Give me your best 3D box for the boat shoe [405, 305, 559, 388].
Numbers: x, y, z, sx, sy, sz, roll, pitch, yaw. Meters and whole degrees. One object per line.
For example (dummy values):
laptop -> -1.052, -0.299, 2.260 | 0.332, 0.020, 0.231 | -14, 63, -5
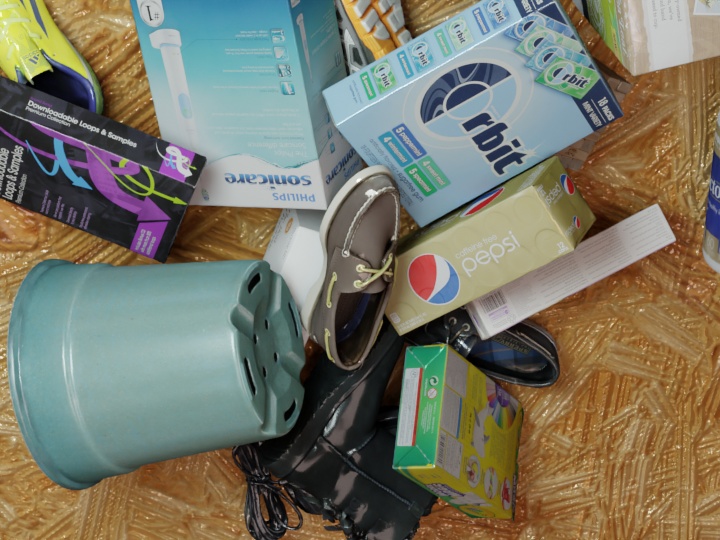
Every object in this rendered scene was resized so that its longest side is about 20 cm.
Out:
boat shoe -> 0.097, 0.063, 1.664 | 0.199, 0.066, 0.070 | 23, 109, -19

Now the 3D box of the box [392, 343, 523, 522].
box -> 0.097, 0.154, 1.651 | 0.048, 0.118, 0.200 | -5, 156, 29

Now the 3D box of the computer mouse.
computer mouse -> -0.019, 0.173, 1.707 | 0.199, 0.053, 0.139 | -10, 106, -1

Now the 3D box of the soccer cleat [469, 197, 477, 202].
soccer cleat -> 0.096, -0.152, 1.560 | 0.073, 0.068, 0.201 | 13, 116, -18

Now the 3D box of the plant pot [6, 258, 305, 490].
plant pot -> -0.161, 0.077, 1.518 | 0.195, 0.200, 0.201 | -8, 119, 19

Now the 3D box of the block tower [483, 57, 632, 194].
block tower -> 0.157, -0.097, 1.595 | 0.054, 0.058, 0.200 | 10, 115, -47

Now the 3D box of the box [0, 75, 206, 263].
box -> -0.237, -0.084, 1.487 | 0.199, 0.036, 0.143 | 23, 150, -5

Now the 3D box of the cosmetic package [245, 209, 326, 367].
cosmetic package -> -0.073, 0.037, 1.613 | 0.050, 0.083, 0.201 | 16, 111, -17

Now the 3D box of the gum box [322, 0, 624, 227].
gum box -> 0.095, -0.136, 1.474 | 0.200, 0.045, 0.170 | -29, 142, 11

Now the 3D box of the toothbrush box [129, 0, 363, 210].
toothbrush box -> -0.092, -0.156, 1.481 | 0.146, 0.085, 0.201 | 2, 119, 25

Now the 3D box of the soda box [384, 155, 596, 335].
soda box -> 0.100, -0.019, 1.546 | 0.200, 0.064, 0.068 | -27, 102, 36

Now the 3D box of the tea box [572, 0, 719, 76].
tea box -> 0.242, -0.292, 1.445 | 0.133, 0.197, 0.201 | -14, 117, -3

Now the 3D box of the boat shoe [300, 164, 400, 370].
boat shoe -> 0.000, 0.000, 1.504 | 0.072, 0.060, 0.200 | -12, 141, -30

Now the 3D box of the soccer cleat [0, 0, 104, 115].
soccer cleat -> -0.278, -0.191, 1.464 | 0.065, 0.084, 0.200 | -36, 117, 8

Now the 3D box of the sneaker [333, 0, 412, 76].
sneaker -> -0.003, -0.200, 1.518 | 0.077, 0.078, 0.201 | -11, 109, 37

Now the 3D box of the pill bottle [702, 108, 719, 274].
pill bottle -> 0.372, -0.095, 1.609 | 0.115, 0.116, 0.201 | -3, 115, -9

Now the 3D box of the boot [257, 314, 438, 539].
boot -> 0.016, 0.151, 1.637 | 0.162, 0.073, 0.199 | 40, 82, -26

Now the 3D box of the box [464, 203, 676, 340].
box -> 0.190, 0.002, 1.636 | 0.200, 0.039, 0.042 | -28, 87, -11
